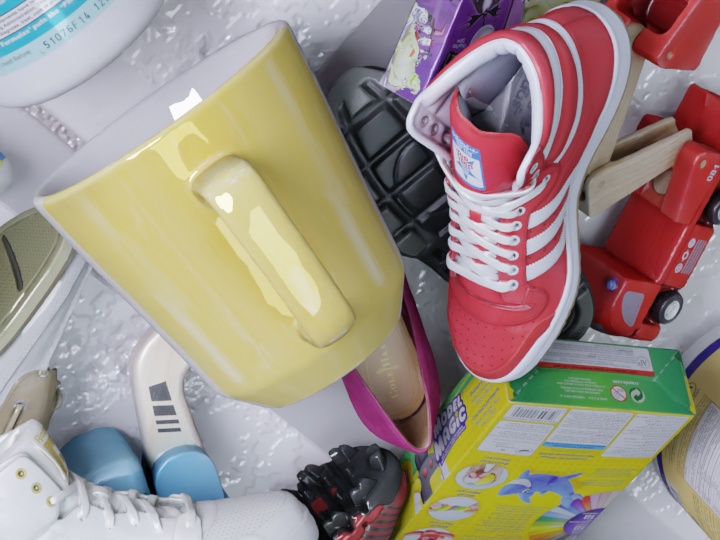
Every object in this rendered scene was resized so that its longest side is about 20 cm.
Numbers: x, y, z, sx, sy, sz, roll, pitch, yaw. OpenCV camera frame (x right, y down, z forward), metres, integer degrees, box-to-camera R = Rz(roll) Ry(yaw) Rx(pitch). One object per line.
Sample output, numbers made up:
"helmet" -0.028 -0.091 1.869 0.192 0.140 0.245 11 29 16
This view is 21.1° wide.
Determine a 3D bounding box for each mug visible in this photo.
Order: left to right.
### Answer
"mug" -0.060 -0.009 0.930 0.149 0.187 0.153 -27 106 25

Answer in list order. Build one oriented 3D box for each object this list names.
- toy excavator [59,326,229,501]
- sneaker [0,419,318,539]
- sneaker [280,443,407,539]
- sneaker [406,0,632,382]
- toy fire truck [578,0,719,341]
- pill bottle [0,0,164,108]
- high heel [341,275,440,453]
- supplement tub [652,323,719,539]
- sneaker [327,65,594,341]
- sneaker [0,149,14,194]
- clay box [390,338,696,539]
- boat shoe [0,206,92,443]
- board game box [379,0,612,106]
"toy excavator" -0.111 0.104 1.042 0.194 0.100 0.200 -19 110 -12
"sneaker" -0.127 0.123 0.960 0.200 0.074 0.116 -20 105 -9
"sneaker" -0.023 0.189 1.117 0.098 0.071 0.201 27 104 -27
"sneaker" 0.064 -0.030 0.930 0.112 0.071 0.200 -20 128 -56
"toy fire truck" 0.154 -0.058 1.051 0.141 0.049 0.200 10 112 -49
"pill bottle" -0.182 -0.178 0.871 0.111 0.111 0.200 -37 121 -1
"high heel" 0.000 0.000 1.024 0.067 0.096 0.200 -27 119 -6
"supplement tub" 0.269 0.123 1.116 0.145 0.200 0.146 -8 116 -16
"sneaker" 0.045 -0.034 1.038 0.075 0.079 0.200 -38 116 6
"sneaker" -0.251 -0.081 0.912 0.076 0.105 0.200 -22 164 37
"clay box" 0.090 0.109 1.096 0.115 0.048 0.200 6 145 -22
"boat shoe" -0.192 0.055 1.001 0.068 0.075 0.200 28 106 -37
"board game box" 0.092 -0.136 0.972 0.200 0.032 0.120 -4 125 -58
